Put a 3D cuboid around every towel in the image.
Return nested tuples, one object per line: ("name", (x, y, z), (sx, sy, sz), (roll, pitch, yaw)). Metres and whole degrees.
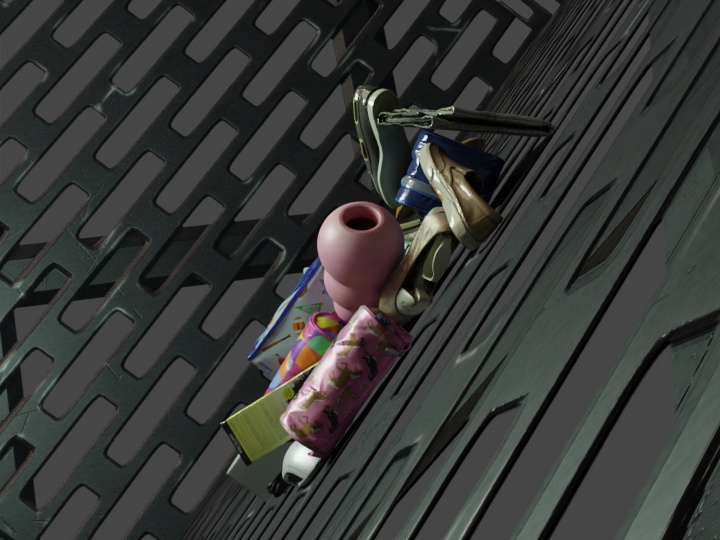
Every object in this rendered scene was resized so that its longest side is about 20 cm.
("towel", (0.145, -0.216, 1.628), (0.192, 0.199, 0.035), (-159, 71, -65))

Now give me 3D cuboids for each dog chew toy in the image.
("dog chew toy", (0.000, 0.000, 1.630), (0.201, 0.124, 0.125), (91, -155, -44))

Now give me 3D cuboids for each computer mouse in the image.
("computer mouse", (-0.083, 0.257, 1.561), (0.110, 0.044, 0.200), (-53, 2, -18))

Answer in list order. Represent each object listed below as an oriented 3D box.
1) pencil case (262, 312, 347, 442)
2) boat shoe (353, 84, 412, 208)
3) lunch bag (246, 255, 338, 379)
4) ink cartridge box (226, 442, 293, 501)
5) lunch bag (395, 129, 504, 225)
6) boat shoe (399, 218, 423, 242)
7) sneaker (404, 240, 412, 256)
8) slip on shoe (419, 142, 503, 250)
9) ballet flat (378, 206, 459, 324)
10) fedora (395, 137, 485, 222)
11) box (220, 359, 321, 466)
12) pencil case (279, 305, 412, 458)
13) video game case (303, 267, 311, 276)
("pencil case", (-0.079, 0.158, 1.656), (0.201, 0.088, 0.088), (-60, -1, 24))
("boat shoe", (0.034, -0.192, 1.748), (0.072, 0.060, 0.202), (-31, -52, -28))
("lunch bag", (-0.051, 0.096, 1.783), (0.201, 0.170, 0.124), (-55, 6, 11))
("ink cartridge box", (-0.120, 0.257, 1.857), (0.145, 0.084, 0.200), (-54, 3, 28))
("lunch bag", (0.129, -0.125, 1.681), (0.200, 0.135, 0.133), (-47, -23, -81))
("boat shoe", (0.051, -0.053, 1.841), (0.073, 0.199, 0.063), (2, -96, -68))
("sneaker", (0.054, -0.014, 1.699), (0.200, 0.117, 0.074), (71, -141, -88))
("slip on shoe", (0.134, -0.111, 1.507), (0.060, 0.076, 0.201), (-38, 37, 17))
("ballet flat", (0.082, 0.008, 1.555), (0.067, 0.068, 0.201), (58, 133, 50))
("fedora", (0.149, -0.129, 1.865), (0.200, 0.082, 0.201), (-41, -11, -9))
("box", (-0.095, 0.192, 1.592), (0.199, 0.076, 0.050), (-34, -2, 18))
("pencil case", (-0.019, 0.142, 1.452), (0.200, 0.083, 0.087), (-53, 11, 1))
("video game case", (0.012, -0.006, 1.927), (0.200, 0.181, 0.022), (-7, -89, -80))
